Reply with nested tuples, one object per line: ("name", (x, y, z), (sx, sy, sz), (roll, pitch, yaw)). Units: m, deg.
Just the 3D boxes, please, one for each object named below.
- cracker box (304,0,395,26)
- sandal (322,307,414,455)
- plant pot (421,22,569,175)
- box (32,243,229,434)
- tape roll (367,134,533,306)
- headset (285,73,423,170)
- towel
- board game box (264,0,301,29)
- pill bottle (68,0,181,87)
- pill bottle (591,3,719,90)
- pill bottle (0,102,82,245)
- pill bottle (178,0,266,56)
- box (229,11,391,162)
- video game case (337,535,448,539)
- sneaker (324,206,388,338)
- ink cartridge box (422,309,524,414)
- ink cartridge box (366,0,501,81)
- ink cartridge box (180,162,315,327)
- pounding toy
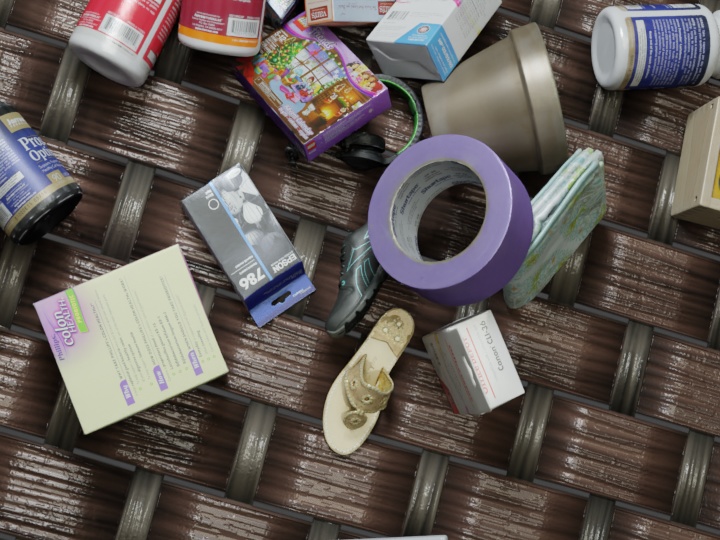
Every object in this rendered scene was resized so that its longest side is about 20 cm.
("cracker box", (-0.019, -0.434, 1.509), (0.133, 0.057, 0.204), (-12, 100, -48))
("sandal", (0.012, 0.145, 1.496), (0.077, 0.070, 0.214), (28, 80, -4))
("plant pot", (0.178, -0.213, 1.517), (0.170, 0.200, 0.204), (-14, 86, 8))
("box", (-0.292, 0.090, 1.444), (0.197, 0.097, 0.178), (-23, 88, -11))
("tape roll", (0.114, -0.063, 1.417), (0.197, 0.085, 0.204), (-10, 70, 27))
("headset", (-0.009, -0.193, 1.519), (0.197, 0.094, 0.125), (-22, 87, -3))
("towel", (0.260, -0.052, 1.507), (0.048, 0.172, 0.200), (37, 78, 26))
("board game box", (-0.134, -0.476, 1.549), (0.199, 0.062, 0.202), (35, 80, -4))
("pill bottle", (-0.295, -0.357, 1.485), (0.111, 0.112, 0.203), (26, 80, -5))
("pill bottle", (0.438, -0.318, 1.590), (0.196, 0.116, 0.118), (-4, 84, -8))
("pill bottle", (-0.460, -0.141, 1.437), (0.112, 0.112, 0.201), (-40, 91, -11))
("pill bottle", (-0.172, -0.389, 1.455), (0.111, 0.113, 0.204), (8, 106, -7))
("box", (-0.069, -0.251, 1.495), (0.136, 0.039, 0.200), (-34, 57, -11))
("video game case", (0.024, 0.442, 1.452), (0.196, 0.023, 0.186), (-6, 84, 15))
("sneaker", (0.000, 0.000, 1.518), (0.079, 0.076, 0.201), (31, 71, 6))
("ink cartridge box", (0.149, 0.121, 1.453), (0.067, 0.200, 0.118), (-23, 87, -10))
("ink cartridge box", (0.112, -0.355, 1.529), (0.201, 0.114, 0.068), (-54, 134, -21))
("ink cartridge box", (-0.150, -0.034, 1.509), (0.099, 0.039, 0.202), (-34, 90, -11))
("pounding toy", (0.571, -0.153, 1.577), (0.196, 0.142, 0.188), (13, 82, -6))
